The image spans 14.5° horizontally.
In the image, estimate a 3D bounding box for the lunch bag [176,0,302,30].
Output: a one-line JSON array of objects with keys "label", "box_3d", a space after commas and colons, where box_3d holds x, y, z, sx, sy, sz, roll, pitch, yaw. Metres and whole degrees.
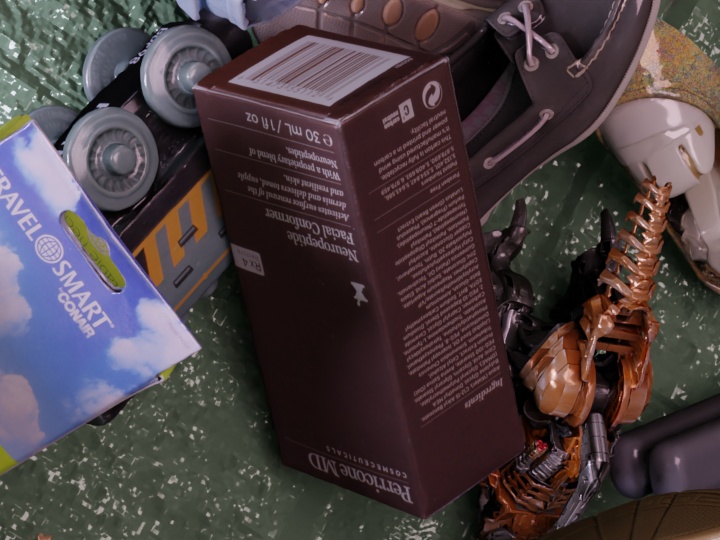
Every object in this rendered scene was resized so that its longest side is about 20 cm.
[{"label": "lunch bag", "box_3d": [-0.055, -0.220, 1.255, 0.169, 0.127, 0.200, 37, 72, 18]}]

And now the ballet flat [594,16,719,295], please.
[{"label": "ballet flat", "box_3d": [0.157, -0.049, 1.351, 0.071, 0.071, 0.200, -58, 135, -16]}]

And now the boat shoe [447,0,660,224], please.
[{"label": "boat shoe", "box_3d": [0.060, -0.075, 1.292, 0.057, 0.200, 0.067, 9, 43, -43]}]

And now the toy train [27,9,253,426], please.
[{"label": "toy train", "box_3d": [-0.105, -0.026, 1.275, 0.200, 0.085, 0.114, -50, 117, -22]}]

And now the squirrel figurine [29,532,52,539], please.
[{"label": "squirrel figurine", "box_3d": [-0.133, 0.216, 1.169, 0.141, 0.187, 0.200, -24, 86, -1]}]

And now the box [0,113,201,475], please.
[{"label": "box", "box_3d": [-0.167, 0.025, 1.189, 0.122, 0.200, 0.048, 54, 26, -10]}]

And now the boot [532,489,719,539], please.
[{"label": "boot", "box_3d": [0.113, 0.193, 1.260, 0.200, 0.072, 0.155, -23, 98, 16]}]

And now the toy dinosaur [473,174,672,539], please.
[{"label": "toy dinosaur", "box_3d": [0.102, 0.042, 1.317, 0.102, 0.136, 0.200, 29, 117, -33]}]

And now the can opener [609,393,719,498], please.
[{"label": "can opener", "box_3d": [0.205, 0.088, 1.385, 0.200, 0.053, 0.067, -18, 106, -39]}]

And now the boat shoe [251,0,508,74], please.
[{"label": "boat shoe", "box_3d": [0.031, -0.117, 1.343, 0.200, 0.075, 0.073, 11, 39, -32]}]

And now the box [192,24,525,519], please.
[{"label": "box", "box_3d": [0.000, 0.000, 1.259, 0.075, 0.100, 0.200, -34, 123, -33]}]
